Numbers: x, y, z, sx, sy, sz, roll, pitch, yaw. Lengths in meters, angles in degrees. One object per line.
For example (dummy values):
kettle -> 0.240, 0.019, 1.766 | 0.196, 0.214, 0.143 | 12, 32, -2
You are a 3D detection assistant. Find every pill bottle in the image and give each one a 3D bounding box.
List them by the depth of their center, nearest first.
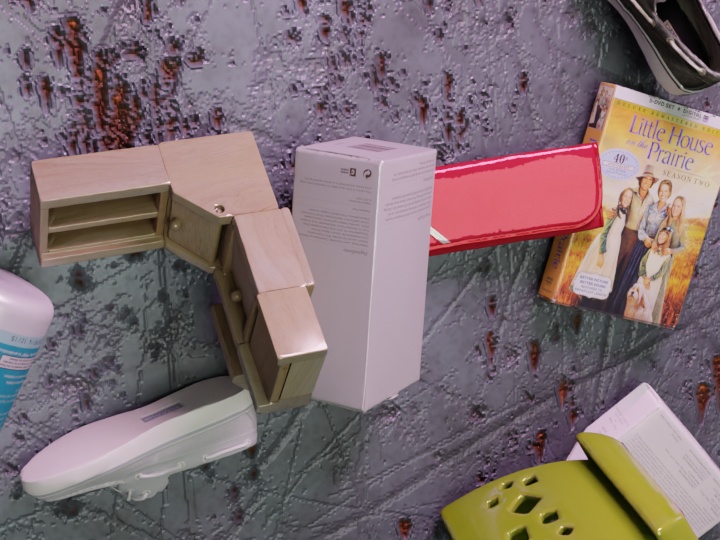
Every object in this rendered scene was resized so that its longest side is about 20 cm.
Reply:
pill bottle -> -0.314, 0.093, 0.989 | 0.110, 0.111, 0.202 | 24, 92, -26

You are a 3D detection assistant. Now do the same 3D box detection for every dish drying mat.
dish drying mat -> 0.115, -0.059, 1.162 | 0.197, 0.018, 0.078 | -9, 102, -7

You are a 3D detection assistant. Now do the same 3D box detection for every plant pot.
plant pot -> 0.213, 0.279, 1.200 | 0.180, 0.199, 0.201 | -34, 116, -1

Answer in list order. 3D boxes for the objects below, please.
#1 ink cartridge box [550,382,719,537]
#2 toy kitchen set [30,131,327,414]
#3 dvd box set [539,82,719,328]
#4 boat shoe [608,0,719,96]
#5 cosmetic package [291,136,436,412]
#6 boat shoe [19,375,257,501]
ink cartridge box -> 0.251, 0.230, 1.315 | 0.199, 0.050, 0.161 | -39, 116, 10
toy kitchen set -> -0.145, 0.032, 1.028 | 0.178, 0.202, 0.164 | -10, 148, -20
dvd box set -> 0.256, -0.057, 1.232 | 0.145, 0.029, 0.203 | 12, 99, -25
boat shoe -> 0.253, -0.245, 1.153 | 0.071, 0.064, 0.201 | -40, 99, -21
cosmetic package -> 0.000, 0.000, 1.092 | 0.107, 0.084, 0.203 | -17, 116, -61
boat shoe -> -0.175, 0.151, 1.093 | 0.198, 0.072, 0.069 | -24, 112, -26
